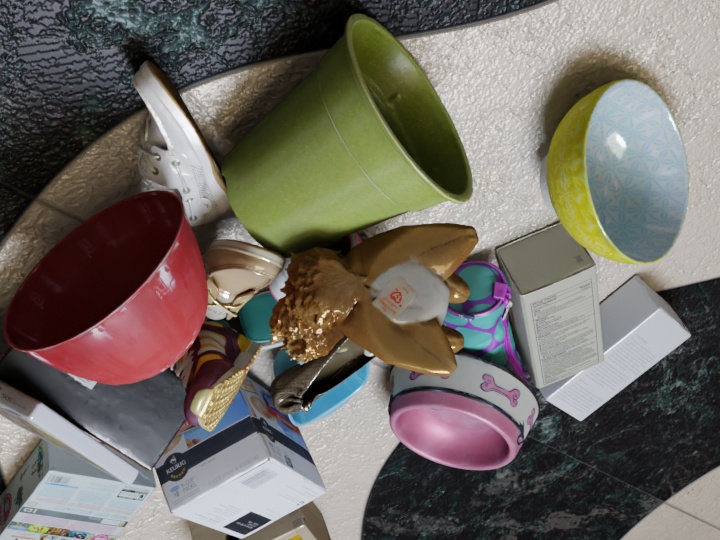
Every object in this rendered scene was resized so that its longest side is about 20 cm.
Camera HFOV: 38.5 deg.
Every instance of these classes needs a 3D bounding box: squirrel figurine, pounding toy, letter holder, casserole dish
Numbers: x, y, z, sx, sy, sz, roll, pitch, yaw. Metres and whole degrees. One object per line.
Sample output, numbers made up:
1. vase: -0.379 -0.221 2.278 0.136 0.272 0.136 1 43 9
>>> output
1. squirrel figurine: 0.009 0.030 1.030 0.200 0.142 0.187 3 175 -4
2. pounding toy: -0.143 0.417 1.453 0.200 0.142 0.184 -26 137 1
3. letter holder: -0.294 0.107 1.106 0.200 0.142 0.101 40 77 -27
4. casserole dish: -0.049 0.120 1.250 0.121 0.039 0.200 -33 153 -13

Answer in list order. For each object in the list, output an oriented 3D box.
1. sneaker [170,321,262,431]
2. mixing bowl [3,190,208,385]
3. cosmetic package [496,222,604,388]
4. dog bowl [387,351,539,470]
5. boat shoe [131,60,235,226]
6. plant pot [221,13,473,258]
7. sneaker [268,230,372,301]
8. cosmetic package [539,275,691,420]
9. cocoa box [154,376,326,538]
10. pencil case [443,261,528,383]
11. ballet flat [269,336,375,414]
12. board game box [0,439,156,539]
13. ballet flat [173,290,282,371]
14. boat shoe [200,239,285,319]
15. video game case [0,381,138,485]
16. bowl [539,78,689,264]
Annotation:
1. sneaker: -0.165 0.100 1.055 0.090 0.200 0.075 28 98 0
2. mixing bowl: -0.218 0.032 0.963 0.200 0.200 0.108 -31 123 6
3. cosmetic package: 0.243 0.047 1.311 0.103 0.087 0.200 -21 138 -3
4. dog bowl: 0.125 0.186 1.328 0.200 0.074 0.200 14 147 9
5. boat shoe: -0.178 -0.108 0.979 0.069 0.071 0.200 -25 138 -2
6. plant pot: -0.025 -0.107 0.989 0.190 0.200 0.200 -30 138 24
7. sneaker: 0.000 0.000 1.159 0.200 0.081 0.088 4 132 -28
8. cosmetic package: 0.342 0.110 1.429 0.200 0.071 0.101 -41 134 17
9. cocoa box: -0.151 0.221 1.239 0.133 0.131 0.200 -30 152 5
10. pencil case: 0.157 0.081 1.304 0.085 0.092 0.200 -60 149 -29
11. ballet flat: -0.015 0.096 1.148 0.200 0.046 0.067 -36 128 2
12. board game box: -0.372 0.302 1.295 0.147 0.064 0.200 21 119 -37
13. ballet flat: -0.136 0.074 1.191 0.200 0.070 0.070 -19 137 -1
14. boat shoe: -0.140 0.017 1.041 0.074 0.069 0.200 23 161 -26
15. video game case: -0.346 0.151 1.074 0.023 0.182 0.200 -60 150 -19
16. bowl: 0.265 -0.103 1.144 0.200 0.201 0.108 23 161 -39
